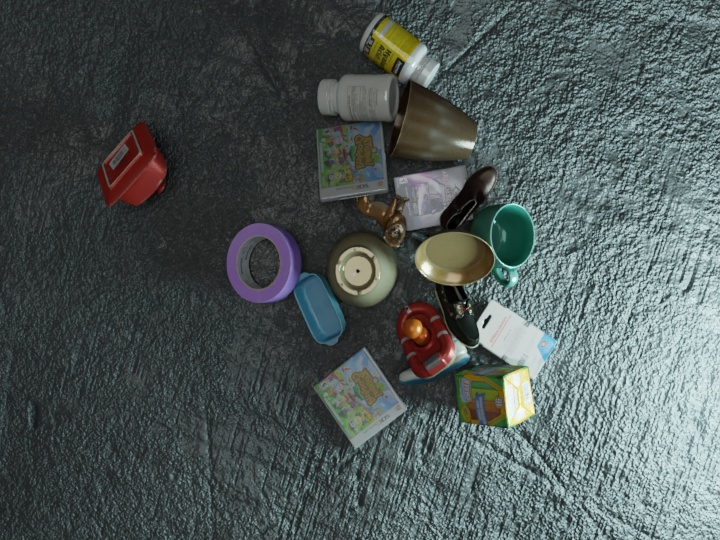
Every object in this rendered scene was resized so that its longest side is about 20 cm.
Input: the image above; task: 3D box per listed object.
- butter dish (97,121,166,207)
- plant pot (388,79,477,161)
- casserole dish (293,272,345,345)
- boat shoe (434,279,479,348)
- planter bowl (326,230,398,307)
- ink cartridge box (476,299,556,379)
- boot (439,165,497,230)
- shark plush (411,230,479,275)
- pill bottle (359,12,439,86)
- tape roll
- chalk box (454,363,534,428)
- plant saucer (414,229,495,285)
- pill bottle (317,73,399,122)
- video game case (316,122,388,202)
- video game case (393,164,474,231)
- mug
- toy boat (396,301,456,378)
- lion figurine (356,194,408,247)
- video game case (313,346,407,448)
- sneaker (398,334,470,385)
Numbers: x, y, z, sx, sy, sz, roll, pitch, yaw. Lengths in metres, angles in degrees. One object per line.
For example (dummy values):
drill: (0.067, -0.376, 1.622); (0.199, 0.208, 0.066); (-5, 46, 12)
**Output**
butter dish: (-0.583, -0.258, 1.766); (0.200, 0.147, 0.201); (-45, 47, 8)
plant pot: (0.189, -0.354, 1.665); (0.194, 0.187, 0.193); (14, 94, -7)
casserole dish: (-0.104, 0.097, 1.749); (0.120, 0.038, 0.205); (-27, 87, 41)
boat shoe: (0.247, 0.099, 1.671); (0.071, 0.064, 0.205); (-9, 57, -21)
planter bowl: (0.000, 0.000, 1.707); (0.193, 0.135, 0.208); (0, 93, 6)
ink cartridge box: (0.387, 0.172, 1.702); (0.197, 0.067, 0.118); (34, 96, 4)
boot: (0.276, -0.174, 1.633); (0.072, 0.167, 0.200); (42, 98, -6)
shark plush: (0.225, -0.053, 1.705); (0.200, 0.083, 0.091); (44, 96, 3)
pill bottle: (0.102, -0.550, 1.688); (0.198, 0.111, 0.113); (37, 95, 4)
tape roll: (-0.254, -0.019, 1.746); (0.194, 0.065, 0.208); (-1, 89, 23)
chalk box: (0.318, 0.311, 1.667); (0.197, 0.122, 0.129); (-7, 91, 47)
plant saucer: (0.227, -0.038, 1.605); (0.193, 0.203, 0.036); (3, 51, 6)
pill bottle: (-0.006, -0.442, 1.696); (0.193, 0.114, 0.119); (6, 93, 18)
video game case: (-0.023, -0.285, 1.714); (0.176, 0.022, 0.207); (-7, 70, 7)
video game case: (0.191, -0.188, 1.738); (0.193, 0.019, 0.148); (-9, 91, 8)
mug: (0.340, -0.071, 1.658); (0.149, 0.113, 0.190); (27, 78, -27)
toy boat: (0.149, 0.161, 1.665); (0.129, 0.131, 0.203); (-36, 43, 13)
lion figurine: (0.049, -0.157, 1.732); (0.198, 0.072, 0.125); (35, 108, 26)
video game case: (-0.001, 0.341, 1.775); (0.180, 0.022, 0.202); (-36, 88, 6)
sneaker: (0.185, 0.238, 1.732); (0.196, 0.076, 0.083); (-27, 66, 11)
